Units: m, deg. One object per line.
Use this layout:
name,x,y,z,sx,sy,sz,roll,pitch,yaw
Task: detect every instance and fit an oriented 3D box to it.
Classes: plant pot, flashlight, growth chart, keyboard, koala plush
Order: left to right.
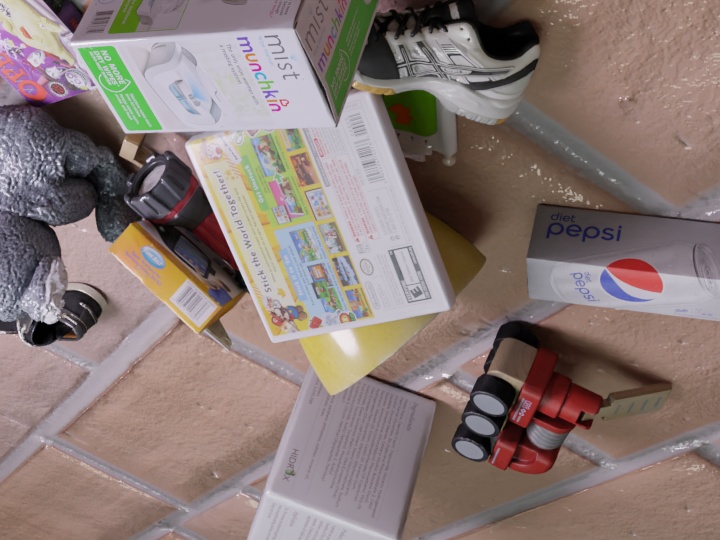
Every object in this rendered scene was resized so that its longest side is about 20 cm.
koala plush,-0.339,-0.040,1.154,0.176,0.202,0.184,8,154,15
keyboard,-0.184,0.018,1.229,0.011,0.200,0.056,-47,127,6
flashlight,-0.145,-0.036,1.162,0.068,0.068,0.200,-6,141,44
growth chart,-0.004,-0.144,1.043,0.198,0.018,0.145,2,141,21
plant pot,0.000,0.000,1.112,0.142,0.200,0.200,49,140,-3

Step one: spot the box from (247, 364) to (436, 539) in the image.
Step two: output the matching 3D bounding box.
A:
box,-0.026,0.259,1.446,0.170,0.201,0.200,20,145,0

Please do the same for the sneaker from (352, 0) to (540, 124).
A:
sneaker,0.049,-0.184,0.905,0.198,0.076,0.088,9,135,-24

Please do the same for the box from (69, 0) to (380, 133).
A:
box,-0.082,-0.205,0.832,0.175,0.201,0.097,1,143,22

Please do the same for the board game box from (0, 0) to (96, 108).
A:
board game box,-0.321,-0.236,1.051,0.119,0.032,0.200,-6,139,37

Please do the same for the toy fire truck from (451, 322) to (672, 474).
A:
toy fire truck,0.223,0.156,1.284,0.199,0.129,0.177,24,147,9

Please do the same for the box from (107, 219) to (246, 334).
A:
box,-0.177,-0.002,1.184,0.119,0.200,0.042,43,99,-2

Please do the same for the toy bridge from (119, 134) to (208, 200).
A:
toy bridge,-0.151,-0.083,1.183,0.199,0.027,0.067,25,147,-10

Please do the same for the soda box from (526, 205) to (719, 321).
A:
soda box,0.256,-0.006,1.069,0.198,0.069,0.064,8,144,16

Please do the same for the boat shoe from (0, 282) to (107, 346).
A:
boat shoe,-0.413,0.062,1.468,0.199,0.068,0.072,-6,141,33

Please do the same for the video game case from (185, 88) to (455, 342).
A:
video game case,-0.033,-0.041,0.980,0.181,0.023,0.201,-12,113,26
